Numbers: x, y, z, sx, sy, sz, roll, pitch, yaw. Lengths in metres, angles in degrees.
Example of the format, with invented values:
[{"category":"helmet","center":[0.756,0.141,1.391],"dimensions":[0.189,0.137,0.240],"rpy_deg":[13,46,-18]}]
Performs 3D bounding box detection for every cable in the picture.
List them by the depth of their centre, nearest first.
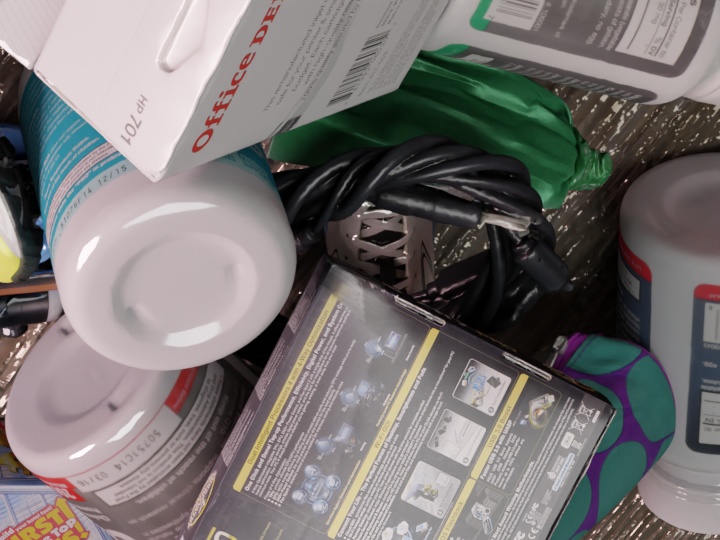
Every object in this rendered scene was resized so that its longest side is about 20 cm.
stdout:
[{"category":"cable","center":[0.000,0.000,1.213],"dimensions":[0.199,0.051,0.163],"rpy_deg":[-16,145,20]}]

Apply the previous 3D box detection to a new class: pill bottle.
[{"category":"pill bottle","center":[-0.103,-0.055,1.142],"dimensions":[0.110,0.200,0.111],"rpy_deg":[-10,133,-11]},{"category":"pill bottle","center":[0.121,-0.148,1.220],"dimensions":[0.199,0.113,0.114],"rpy_deg":[12,118,-26]},{"category":"pill bottle","center":[-0.080,0.106,1.250],"dimensions":[0.114,0.114,0.200],"rpy_deg":[-39,126,8]},{"category":"pill bottle","center":[0.205,0.046,1.374],"dimensions":[0.119,0.120,0.201],"rpy_deg":[-11,125,-13]}]

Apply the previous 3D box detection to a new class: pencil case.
[{"category":"pencil case","center":[0.085,0.115,1.291],"dimensions":[0.200,0.085,0.093],"rpy_deg":[-41,104,-38]}]

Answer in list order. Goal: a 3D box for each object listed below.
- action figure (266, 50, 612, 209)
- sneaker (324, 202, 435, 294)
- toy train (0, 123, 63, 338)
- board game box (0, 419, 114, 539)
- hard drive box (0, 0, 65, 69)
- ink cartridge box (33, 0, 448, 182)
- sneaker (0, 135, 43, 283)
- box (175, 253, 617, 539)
[{"category":"action figure","center":[0.043,-0.077,1.234],"dimensions":[0.199,0.119,0.055],"rpy_deg":[17,155,-20]},{"category":"sneaker","center":[0.011,-0.001,1.304],"dimensions":[0.071,0.073,0.201],"rpy_deg":[-6,122,-14]},{"category":"toy train","center":[-0.231,-0.007,1.209],"dimensions":[0.199,0.087,0.115],"rpy_deg":[-6,133,-18]},{"category":"board game box","center":[-0.141,0.149,1.354],"dimensions":[0.199,0.062,0.200],"rpy_deg":[-26,128,-2]},{"category":"hard drive box","center":[-0.140,-0.218,1.061],"dimensions":[0.156,0.077,0.200],"rpy_deg":[38,106,1]},{"category":"ink cartridge box","center":[-0.032,-0.138,1.069],"dimensions":[0.200,0.086,0.147],"rpy_deg":[-23,151,-53]},{"category":"sneaker","center":[-0.230,-0.064,1.132],"dimensions":[0.090,0.078,0.200],"rpy_deg":[-41,86,3]},{"category":"box","center":[0.009,0.117,1.170],"dimensions":[0.161,0.049,0.201],"rpy_deg":[26,94,-11]}]
